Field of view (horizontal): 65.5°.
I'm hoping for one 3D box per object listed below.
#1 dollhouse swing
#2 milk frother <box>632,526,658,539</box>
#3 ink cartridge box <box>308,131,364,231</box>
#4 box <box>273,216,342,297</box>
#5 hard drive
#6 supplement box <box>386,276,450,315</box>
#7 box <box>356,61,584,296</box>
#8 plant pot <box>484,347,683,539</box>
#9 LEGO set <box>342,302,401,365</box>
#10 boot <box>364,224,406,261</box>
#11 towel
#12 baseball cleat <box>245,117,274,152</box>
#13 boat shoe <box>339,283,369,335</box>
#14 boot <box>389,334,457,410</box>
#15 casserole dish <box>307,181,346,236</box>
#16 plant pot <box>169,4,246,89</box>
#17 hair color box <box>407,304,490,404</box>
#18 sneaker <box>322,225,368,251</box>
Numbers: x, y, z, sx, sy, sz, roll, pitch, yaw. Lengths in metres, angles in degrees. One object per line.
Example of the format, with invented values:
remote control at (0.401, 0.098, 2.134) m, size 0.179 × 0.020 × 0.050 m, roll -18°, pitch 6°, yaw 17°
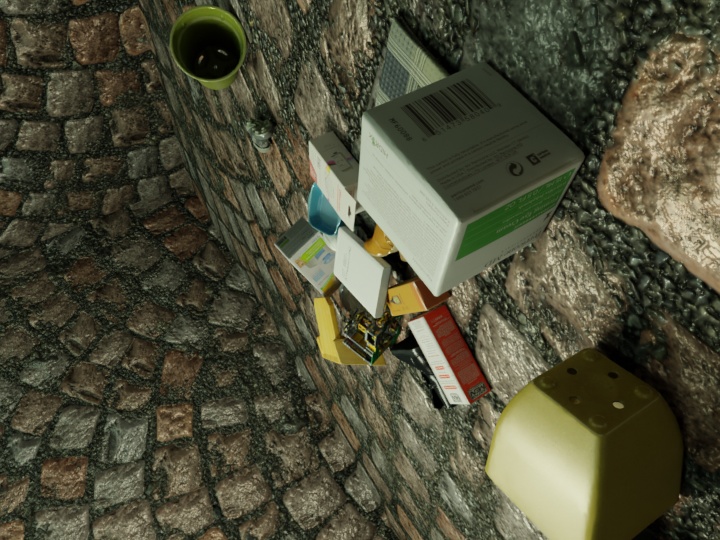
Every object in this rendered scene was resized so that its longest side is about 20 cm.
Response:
dollhouse swing at (-0.032, 0.166, 1.563) m, size 0.200 × 0.180 × 0.177 m, roll 166°, pitch 107°, yaw -72°
milk frother at (0.394, 0.467, 0.820) m, size 0.180 × 0.189 × 0.200 m, roll 32°, pitch 171°, yaw -12°
ink cartridge box at (-0.041, -0.200, 1.263) m, size 0.200 × 0.067 × 0.117 m, roll 56°, pitch 160°, yaw 25°
box at (-0.125, -0.032, 1.538) m, size 0.101 × 0.112 × 0.200 m, roll 42°, pitch 174°, yaw 46°
hard drive at (0.000, 0.000, 1.293) m, size 0.200 × 0.027 × 0.133 m, roll 45°, pitch 135°, yaw 46°
supplement box at (0.113, 0.051, 1.196) m, size 0.067 × 0.068 × 0.200 m, roll 64°, pitch 159°, yaw -1°
box at (0.128, -0.119, 0.729) m, size 0.200 × 0.198 × 0.172 m, roll 54°, pitch 159°, yaw 24°
plant pot at (0.305, 0.228, 0.757) m, size 0.195 × 0.193 × 0.201 m, roll 41°, pitch 146°, yaw 48°
LEGO set at (0.024, 0.131, 1.398) m, size 0.116 × 0.154 × 0.200 m, roll 36°, pitch 159°, yaw 20°
boot at (0.056, -0.102, 1.161) m, size 0.201 × 0.070 × 0.145 m, roll 18°, pitch 126°, yaw 61°
towel at (0.095, -0.267, 0.892) m, size 0.201 × 0.034 × 0.193 m, roll 57°, pitch 157°, yaw 23°
baseball cleat at (-0.284, -0.397, 1.659) m, size 0.200 × 0.069 × 0.107 m, roll 50°, pitch 166°, yaw 58°
boat shoe at (0.006, 0.122, 1.550) m, size 0.086 × 0.074 × 0.203 m, roll 30°, pitch 146°, yaw 59°
boot at (0.153, 0.242, 1.321) m, size 0.169 × 0.076 × 0.200 m, roll 61°, pitch 165°, yaw -3°
casserole dish at (-0.078, -0.156, 1.405) m, size 0.200 × 0.039 × 0.122 m, roll 30°, pitch 115°, yaw 56°
plant pot at (-0.412, -0.597, 1.561) m, size 0.201 × 0.199 × 0.184 m, roll 64°, pitch 173°, yaw -3°
hair color box at (0.185, 0.180, 1.184) m, size 0.201 × 0.061 × 0.101 m, roll 63°, pitch 161°, yaw 4°
sneaker at (-0.022, -0.078, 1.395) m, size 0.200 × 0.075 × 0.089 m, roll 40°, pitch 137°, yaw 39°
